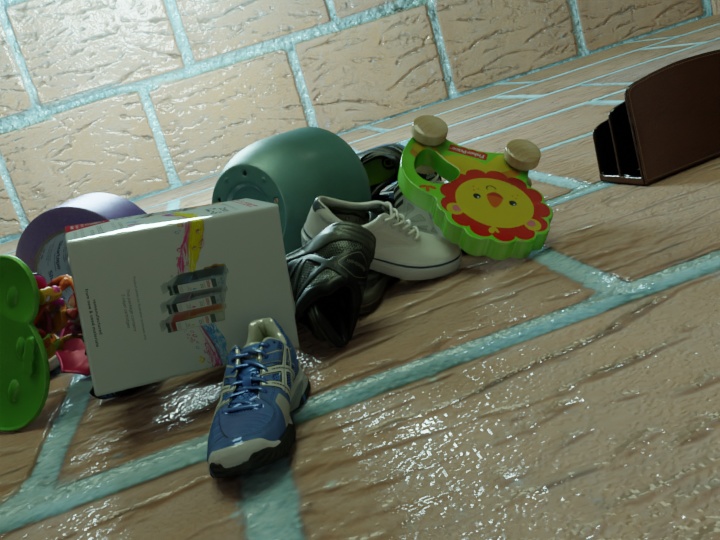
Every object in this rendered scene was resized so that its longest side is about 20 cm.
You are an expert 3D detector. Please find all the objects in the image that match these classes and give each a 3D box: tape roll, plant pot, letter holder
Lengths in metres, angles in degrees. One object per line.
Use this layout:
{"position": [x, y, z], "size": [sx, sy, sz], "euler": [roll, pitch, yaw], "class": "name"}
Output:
{"position": [-0.372, -0.002, 1.113], "size": [0.197, 0.202, 0.085], "euler": [-13, 16, 15], "class": "tape roll"}
{"position": [-0.109, -0.092, 1.093], "size": [0.198, 0.203, 0.160], "euler": [-7, 7, 32], "class": "plant pot"}
{"position": [0.435, -0.222, 1.119], "size": [0.198, 0.144, 0.100], "euler": [-21, 15, -15], "class": "letter holder"}

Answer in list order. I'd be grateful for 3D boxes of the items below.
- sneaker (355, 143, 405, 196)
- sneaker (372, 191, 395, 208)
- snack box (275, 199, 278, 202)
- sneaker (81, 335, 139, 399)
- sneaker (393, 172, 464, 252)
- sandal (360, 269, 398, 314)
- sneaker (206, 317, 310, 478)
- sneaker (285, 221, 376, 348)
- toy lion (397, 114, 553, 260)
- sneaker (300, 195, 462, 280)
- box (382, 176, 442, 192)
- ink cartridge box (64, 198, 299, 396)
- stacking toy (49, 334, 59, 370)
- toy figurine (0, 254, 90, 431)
{"position": [-0.020, -0.135, 1.165], "size": [0.197, 0.072, 0.083], "euler": [-18, 13, 17], "class": "sneaker"}
{"position": [-0.011, -0.074, 1.215], "size": [0.200, 0.078, 0.146], "euler": [-10, 14, 21], "class": "sneaker"}
{"position": [-0.190, -0.076, 1.306], "size": [0.141, 0.054, 0.200], "euler": [-11, -8, -29], "class": "snack box"}
{"position": [-0.284, 0.051, 0.914], "size": [0.077, 0.070, 0.202], "euler": [-24, 54, 11], "class": "sneaker"}
{"position": [0.105, -0.088, 1.059], "size": [0.075, 0.117, 0.199], "euler": [-26, 17, -32], "class": "sneaker"}
{"position": [0.000, 0.000, 0.977], "size": [0.081, 0.055, 0.200], "euler": [-11, 16, 20], "class": "sandal"}
{"position": [-0.093, 0.104, 0.663], "size": [0.075, 0.078, 0.200], "euler": [-15, 15, 6], "class": "sneaker"}
{"position": [-0.059, 0.038, 0.859], "size": [0.199, 0.076, 0.115], "euler": [-32, 38, 46], "class": "sneaker"}
{"position": [0.138, -0.095, 0.975], "size": [0.197, 0.069, 0.193], "euler": [16, 45, 6], "class": "toy lion"}
{"position": [0.031, -0.041, 0.931], "size": [0.197, 0.071, 0.073], "euler": [7, 39, -14], "class": "sneaker"}
{"position": [0.038, -0.142, 1.464], "size": [0.157, 0.047, 0.200], "euler": [-6, 18, 35], "class": "box"}
{"position": [-0.178, 0.016, 0.788], "size": [0.197, 0.147, 0.145], "euler": [-11, 11, -20], "class": "ink cartridge box"}
{"position": [-0.487, 0.054, 1.039], "size": [0.144, 0.202, 0.146], "euler": [-16, 15, 4], "class": "stacking toy"}
{"position": [-0.360, 0.065, 0.941], "size": [0.149, 0.202, 0.184], "euler": [21, 16, 18], "class": "toy figurine"}
